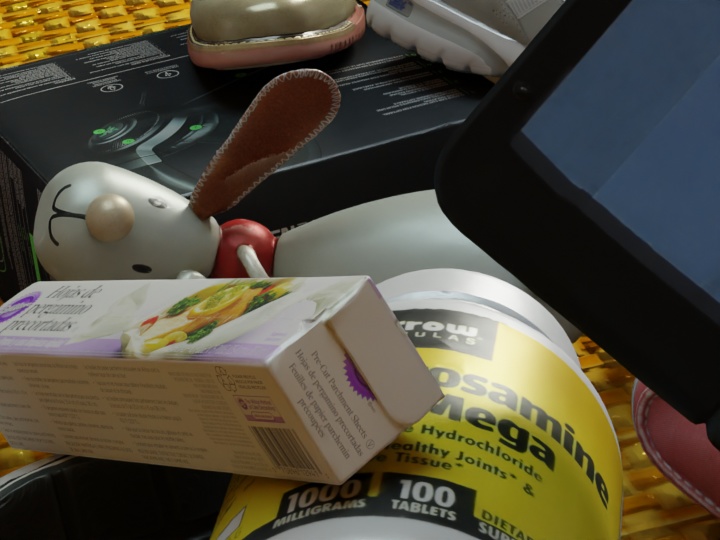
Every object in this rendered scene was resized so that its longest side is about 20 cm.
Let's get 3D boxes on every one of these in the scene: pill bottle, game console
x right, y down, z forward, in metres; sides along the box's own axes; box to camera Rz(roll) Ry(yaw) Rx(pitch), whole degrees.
[{"bbox_3d":[0.016,0.077,0.758,0.112,0.113,0.200,-5,23,9],"label":"pill bottle"},{"bbox_3d":[0.138,-0.024,0.680,0.118,0.200,0.171,27,22,-32],"label":"game console"}]

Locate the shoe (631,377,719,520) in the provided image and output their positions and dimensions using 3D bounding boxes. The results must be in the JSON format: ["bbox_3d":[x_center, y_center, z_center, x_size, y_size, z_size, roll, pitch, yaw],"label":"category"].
[{"bbox_3d":[0.140,0.069,0.784,0.200,0.072,0.091,19,30,40],"label":"shoe"}]

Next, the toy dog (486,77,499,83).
[{"bbox_3d":[0.110,-0.138,1.144,0.200,0.194,0.140,-15,35,-31],"label":"toy dog"}]

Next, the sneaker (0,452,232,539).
[{"bbox_3d":[-0.127,0.081,0.848,0.200,0.076,0.115,-20,27,-19],"label":"sneaker"}]

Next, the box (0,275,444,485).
[{"bbox_3d":[-0.051,0.028,0.749,0.039,0.041,0.200,-39,17,-26],"label":"box"}]

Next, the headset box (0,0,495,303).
[{"bbox_3d":[-0.043,-0.026,1.046,0.174,0.093,0.200,-16,24,-19],"label":"headset box"}]

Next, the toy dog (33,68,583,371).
[{"bbox_3d":[0.000,0.000,0.896,0.200,0.132,0.096,-13,-6,-11],"label":"toy dog"}]

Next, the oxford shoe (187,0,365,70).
[{"bbox_3d":[-0.035,-0.131,1.077,0.071,0.074,0.200,-5,22,4],"label":"oxford shoe"}]

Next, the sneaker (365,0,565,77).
[{"bbox_3d":[0.092,-0.095,0.975,0.200,0.082,0.075,22,14,27],"label":"sneaker"}]
